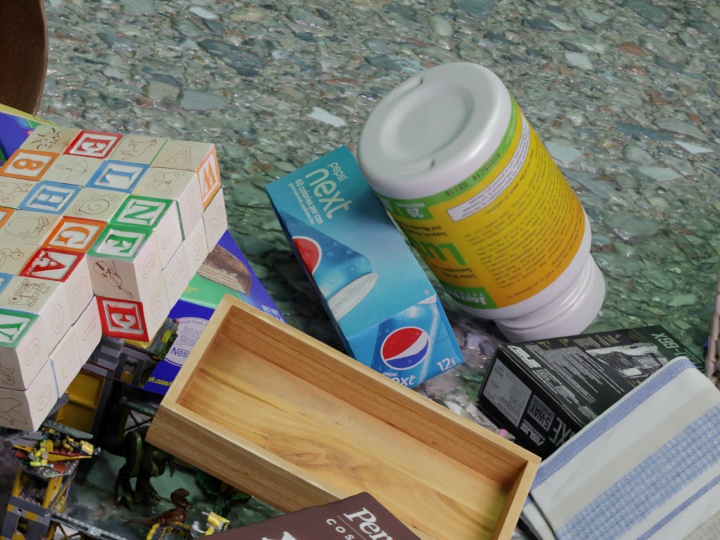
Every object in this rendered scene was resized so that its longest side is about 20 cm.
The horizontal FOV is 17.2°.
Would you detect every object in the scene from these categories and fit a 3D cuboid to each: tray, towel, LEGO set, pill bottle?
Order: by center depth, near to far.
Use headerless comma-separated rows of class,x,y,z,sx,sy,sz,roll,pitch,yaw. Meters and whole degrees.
tray,-0.008,0.099,1.304,0.200,0.037,0.099,27,43,1
LEGO set,-0.119,0.090,1.337,0.153,0.116,0.200,24,28,11
towel,0.185,0.150,1.416,0.024,0.147,0.200,48,3,-40
pill bottle,0.090,-0.037,1.621,0.200,0.111,0.111,53,2,-39

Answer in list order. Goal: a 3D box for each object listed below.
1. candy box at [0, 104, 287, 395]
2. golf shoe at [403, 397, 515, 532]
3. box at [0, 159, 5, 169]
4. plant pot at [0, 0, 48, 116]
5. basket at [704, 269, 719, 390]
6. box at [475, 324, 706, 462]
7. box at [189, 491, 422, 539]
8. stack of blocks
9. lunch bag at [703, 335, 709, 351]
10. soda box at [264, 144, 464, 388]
candy box,-0.159,-0.009,1.510,0.169,0.077,0.200,17,23,-35
golf shoe,0.023,0.131,1.400,0.092,0.073,0.200,28,21,8
box,-0.281,0.018,1.351,0.039,0.137,0.200,32,30,24
plant pot,-0.348,-0.151,1.614,0.200,0.187,0.187,15,23,29
basket,0.328,0.010,1.581,0.123,0.136,0.200,27,51,25
box,0.197,0.114,1.565,0.157,0.050,0.200,-5,36,-39
box,-0.039,0.227,1.079,0.200,0.165,0.166,-11,39,-44
stack of blocks,-0.165,0.001,1.313,0.115,0.059,0.200,8,38,20
lunch bag,0.367,0.009,1.782,0.170,0.128,0.200,23,37,10
soda box,0.000,0.000,1.613,0.068,0.064,0.200,-26,37,-3
